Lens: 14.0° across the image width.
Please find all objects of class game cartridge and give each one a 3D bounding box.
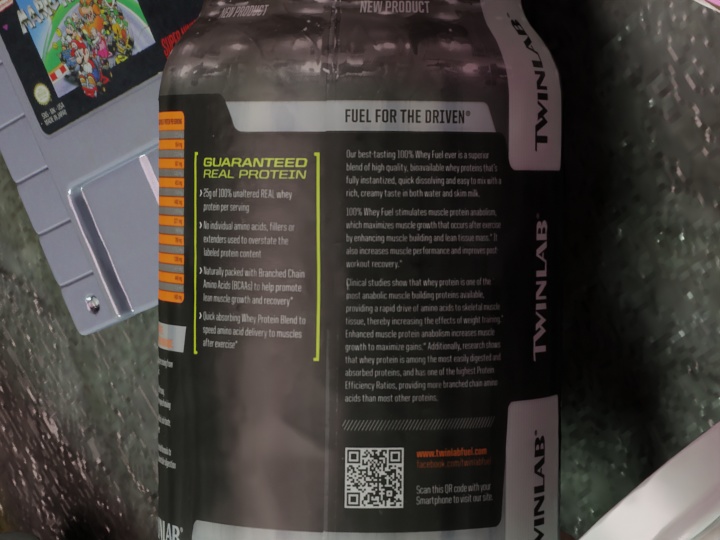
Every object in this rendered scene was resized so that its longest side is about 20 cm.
[{"bbox_3d":[-0.066,-0.060,1.017,0.200,0.038,0.130,-22,96,52],"label":"game cartridge"}]

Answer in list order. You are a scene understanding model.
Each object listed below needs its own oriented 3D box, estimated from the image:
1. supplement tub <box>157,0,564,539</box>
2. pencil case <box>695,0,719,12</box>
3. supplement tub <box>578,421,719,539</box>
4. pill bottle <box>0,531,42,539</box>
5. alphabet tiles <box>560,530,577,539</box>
[{"bbox_3d":[0.000,0.000,0.874,0.122,0.122,0.202,3,94,48],"label":"supplement tub"},{"bbox_3d":[0.142,-0.053,0.735,0.200,0.090,0.094,47,134,19],"label":"pencil case"},{"bbox_3d":[0.152,0.131,0.772,0.200,0.145,0.146,53,140,14],"label":"supplement tub"},{"bbox_3d":[-0.107,0.208,1.140,0.200,0.113,0.113,46,138,22],"label":"pill bottle"},{"bbox_3d":[0.038,0.165,0.973,0.167,0.007,0.202,25,120,61],"label":"alphabet tiles"}]
